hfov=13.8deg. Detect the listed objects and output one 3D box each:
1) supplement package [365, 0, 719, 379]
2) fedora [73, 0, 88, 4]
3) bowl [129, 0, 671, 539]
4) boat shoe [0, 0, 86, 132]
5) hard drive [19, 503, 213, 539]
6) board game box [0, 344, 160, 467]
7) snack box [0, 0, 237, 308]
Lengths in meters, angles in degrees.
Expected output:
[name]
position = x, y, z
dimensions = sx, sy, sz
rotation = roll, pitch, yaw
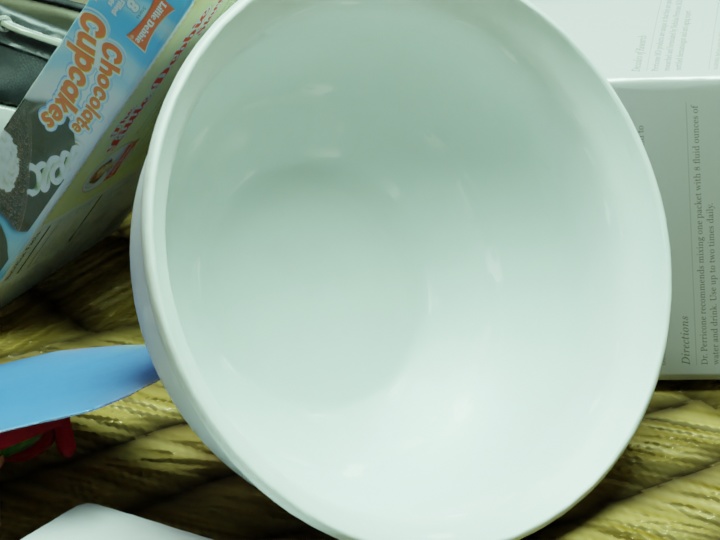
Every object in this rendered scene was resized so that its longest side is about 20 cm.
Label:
[supplement package]
position = 0.060, -0.035, 1.126
dimensions = 0.200, 0.121, 0.120
rotation = 0, 22, 10
[fedora]
position = -0.136, -0.190, 1.479
dimensions = 0.201, 0.082, 0.201
rotation = -40, 19, 17
[bowl]
position = 0.000, 0.000, 1.011
dimensions = 0.201, 0.201, 0.090
rotation = -18, -1, -30
[boat shoe]
position = -0.081, -0.083, 1.300
dimensions = 0.200, 0.060, 0.076
rotation = 5, 21, -23
[hard drive]
position = -0.049, 0.126, 0.884
dimensions = 0.200, 0.027, 0.132
rotation = 13, 29, 36
[board game box]
position = -0.156, 0.069, 1.023
dimensions = 0.200, 0.039, 0.158
rotation = -13, 7, -7
[snack box]
position = -0.094, -0.068, 1.175
dimensions = 0.037, 0.200, 0.116
rotation = 43, 36, 6
